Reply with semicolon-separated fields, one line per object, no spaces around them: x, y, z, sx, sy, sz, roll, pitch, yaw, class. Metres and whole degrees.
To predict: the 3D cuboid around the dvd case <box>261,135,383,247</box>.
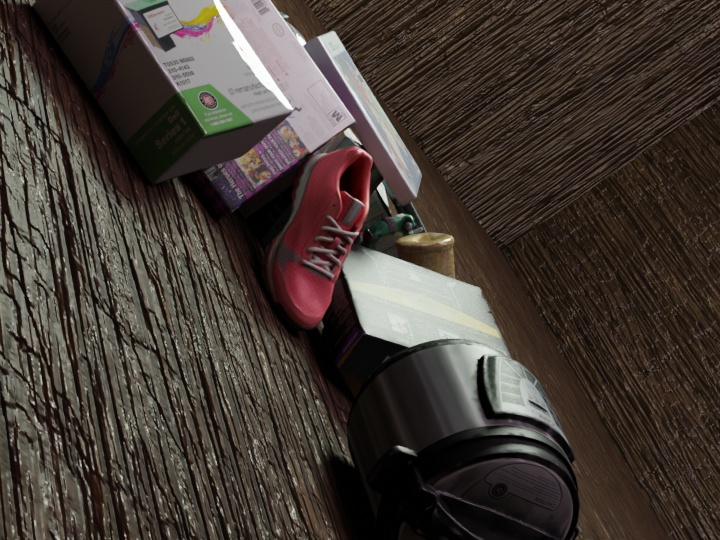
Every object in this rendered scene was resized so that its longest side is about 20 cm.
-0.032;-0.076;1.588;0.022;0.146;0.200;41;7;12;dvd case

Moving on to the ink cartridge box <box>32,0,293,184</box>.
-0.176;-0.192;1.297;0.200;0.084;0.145;56;33;5;ink cartridge box

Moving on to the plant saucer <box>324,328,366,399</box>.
0.034;0.129;1.526;0.200;0.037;0.200;54;9;-12;plant saucer

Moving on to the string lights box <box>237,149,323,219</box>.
-0.136;-0.166;1.499;0.200;0.103;0.059;55;10;-5;string lights box

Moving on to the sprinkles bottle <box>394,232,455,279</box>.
0.080;0.061;1.628;0.068;0.068;0.201;-78;164;-78;sprinkles bottle

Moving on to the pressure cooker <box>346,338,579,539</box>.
0.090;0.177;1.207;0.200;0.175;0.179;-111;-170;-55;pressure cooker

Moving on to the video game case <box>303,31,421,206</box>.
0.007;-0.173;1.592;0.200;0.023;0.182;58;10;-8;video game case

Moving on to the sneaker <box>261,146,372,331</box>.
-0.036;-0.039;1.401;0.074;0.087;0.201;28;59;-30;sneaker

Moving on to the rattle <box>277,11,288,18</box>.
-0.186;-0.299;1.543;0.200;0.130;0.143;35;-20;45;rattle

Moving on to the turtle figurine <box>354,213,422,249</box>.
0.000;0.000;1.645;0.200;0.100;0.150;29;68;-67;turtle figurine

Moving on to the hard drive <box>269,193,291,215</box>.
-0.138;-0.154;1.670;0.200;0.033;0.140;47;12;-42;hard drive

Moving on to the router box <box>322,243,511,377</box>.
0.055;0.057;1.479;0.200;0.052;0.157;19;31;-28;router box

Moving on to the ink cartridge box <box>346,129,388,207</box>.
-0.039;-0.146;1.993;0.145;0.085;0.200;52;8;-17;ink cartridge box

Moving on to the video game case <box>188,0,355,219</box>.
-0.127;-0.180;1.425;0.200;0.181;0.036;54;-31;-5;video game case

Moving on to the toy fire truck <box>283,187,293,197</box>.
-0.081;-0.139;1.649;0.141;0.049;0.200;58;10;22;toy fire truck

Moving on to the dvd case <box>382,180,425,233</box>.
0.056;-0.080;1.825;0.200;0.022;0.146;62;3;-46;dvd case

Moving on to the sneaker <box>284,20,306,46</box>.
-0.087;-0.229;1.618;0.082;0.075;0.200;27;-6;-16;sneaker

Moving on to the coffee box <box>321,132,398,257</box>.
-0.002;-0.061;1.797;0.200;0.080;0.113;60;4;-37;coffee box
